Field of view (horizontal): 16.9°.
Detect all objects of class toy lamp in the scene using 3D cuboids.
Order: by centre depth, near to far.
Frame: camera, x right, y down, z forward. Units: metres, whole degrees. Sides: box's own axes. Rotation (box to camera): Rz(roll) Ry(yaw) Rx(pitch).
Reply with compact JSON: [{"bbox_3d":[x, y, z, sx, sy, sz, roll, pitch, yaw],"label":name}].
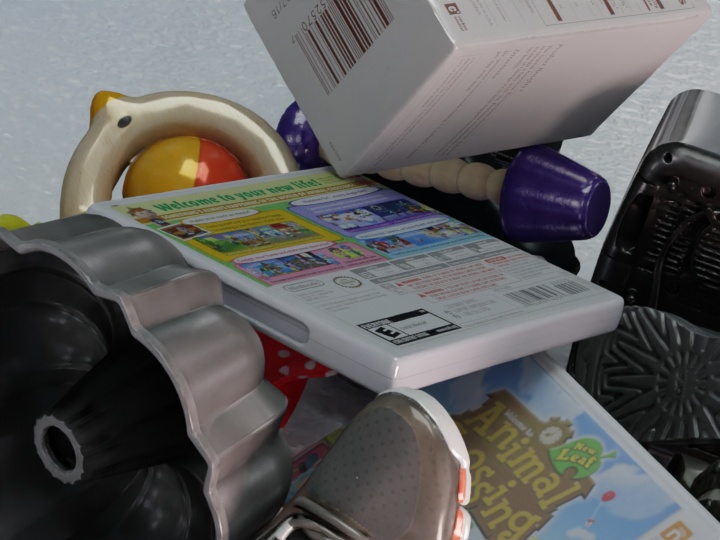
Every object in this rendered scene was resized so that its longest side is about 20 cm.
[{"bbox_3d":[0.046,-0.054,1.368,0.200,0.058,0.058,12,26,29],"label":"toy lamp"}]

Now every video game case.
[{"bbox_3d":[0.044,0.122,1.096,0.182,0.022,0.200,-32,37,-9],"label":"video game case"},{"bbox_3d":[0.000,0.000,1.136,0.182,0.022,0.200,26,22,30],"label":"video game case"}]

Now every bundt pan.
[{"bbox_3d":[-0.106,0.065,1.067,0.202,0.202,0.076,35,41,27],"label":"bundt pan"}]

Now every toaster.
[{"bbox_3d":[0.209,0.016,1.326,0.200,0.181,0.119,19,26,5],"label":"toaster"}]

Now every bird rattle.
[{"bbox_3d":[-0.088,-0.015,1.244,0.199,0.113,0.163,7,74,4],"label":"bird rattle"}]

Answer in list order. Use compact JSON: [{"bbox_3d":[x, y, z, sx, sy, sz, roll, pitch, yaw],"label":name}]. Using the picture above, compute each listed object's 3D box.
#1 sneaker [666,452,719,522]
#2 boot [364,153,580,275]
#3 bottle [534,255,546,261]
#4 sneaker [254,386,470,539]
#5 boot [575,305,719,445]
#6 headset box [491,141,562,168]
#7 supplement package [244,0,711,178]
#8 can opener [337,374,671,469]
[{"bbox_3d":[0.190,0.132,1.131,0.088,0.077,0.200,20,3,-5],"label":"sneaker"},{"bbox_3d":[0.058,-0.092,1.429,0.200,0.168,0.076,28,33,17],"label":"boot"},{"bbox_3d":[0.007,0.004,1.351,0.199,0.065,0.084,7,32,-16],"label":"bottle"},{"bbox_3d":[-0.025,0.138,0.988,0.077,0.200,0.082,31,7,35],"label":"sneaker"},{"bbox_3d":[0.230,0.072,1.216,0.200,0.066,0.165,12,2,-37],"label":"boot"},{"bbox_3d":[0.070,-0.150,1.492,0.149,0.200,0.077,21,27,9],"label":"headset box"},{"bbox_3d":[0.063,-0.138,1.274,0.200,0.117,0.117,-11,64,-43],"label":"supplement package"},{"bbox_3d":[0.082,0.074,1.282,0.200,0.067,0.053,16,-8,10],"label":"can opener"}]
